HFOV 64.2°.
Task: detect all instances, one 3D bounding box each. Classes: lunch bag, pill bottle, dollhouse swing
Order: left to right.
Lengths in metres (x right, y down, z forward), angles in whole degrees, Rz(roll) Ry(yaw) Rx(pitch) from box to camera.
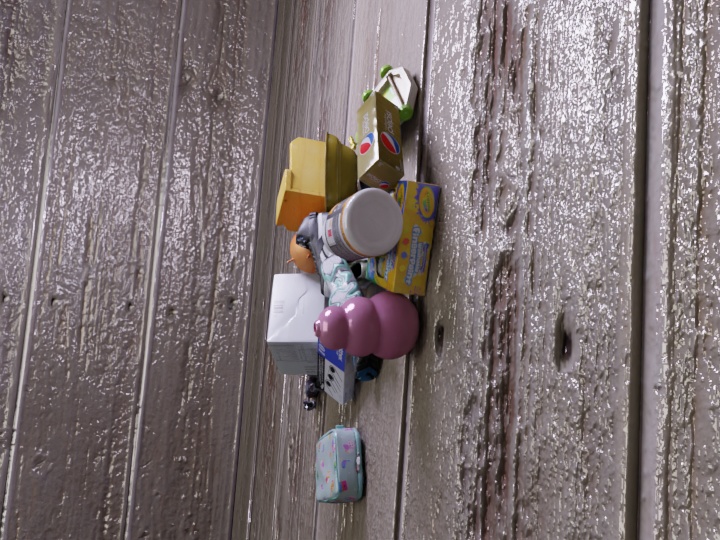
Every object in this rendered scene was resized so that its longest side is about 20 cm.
[{"bbox_3d":[-0.129,-0.231,1.595,0.184,0.194,0.180,116,152,-45],"label":"dollhouse swing"},{"bbox_3d":[-0.051,0.453,1.340,0.200,0.075,0.165,130,144,-59],"label":"lunch bag"},{"bbox_3d":[-0.005,-0.079,1.074,0.199,0.113,0.121,173,103,-71],"label":"pill bottle"}]

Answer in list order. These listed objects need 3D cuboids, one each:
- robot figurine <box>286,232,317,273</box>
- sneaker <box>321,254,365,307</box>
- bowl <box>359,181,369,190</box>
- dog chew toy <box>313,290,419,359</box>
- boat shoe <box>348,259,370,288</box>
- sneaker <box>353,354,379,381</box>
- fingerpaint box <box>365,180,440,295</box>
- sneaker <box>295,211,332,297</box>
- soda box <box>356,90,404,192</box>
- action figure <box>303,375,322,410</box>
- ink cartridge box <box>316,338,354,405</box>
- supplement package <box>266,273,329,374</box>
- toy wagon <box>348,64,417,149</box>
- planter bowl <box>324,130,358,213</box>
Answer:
[{"bbox_3d":[-0.109,-0.068,1.502,0.199,0.142,0.119,-40,-23,-48],"label":"robot figurine"},{"bbox_3d":[-0.018,0.071,1.252,0.141,0.076,0.203,58,-168,-44],"label":"sneaker"},{"bbox_3d":[0.041,-0.270,1.341,0.200,0.038,0.208,-174,90,-72],"label":"bowl"},{"bbox_3d":[0.009,0.103,1.064,0.124,0.193,0.129,180,90,-72],"label":"dog chew toy"},{"bbox_3d":[0.000,0.000,1.346,0.199,0.060,0.075,158,116,-69],"label":"boat shoe"},{"bbox_3d":[0.016,0.137,1.237,0.083,0.071,0.205,-114,35,-55],"label":"sneaker"},{"bbox_3d":[0.076,-0.068,1.118,0.166,0.071,0.207,-155,71,-70],"label":"fingerpaint box"},{"bbox_3d":[-0.106,-0.039,1.380,0.073,0.108,0.207,48,-135,-71],"label":"sneaker"},{"bbox_3d":[0.036,-0.251,1.112,0.064,0.067,0.205,-38,39,38],"label":"soda box"},{"bbox_3d":[-0.138,0.329,1.661,0.201,0.067,0.134,122,140,-60],"label":"action figure"},{"bbox_3d":[-0.057,0.212,1.353,0.093,0.044,0.205,29,132,32],"label":"ink cartridge box"},{"bbox_3d":[-0.152,0.145,1.511,0.202,0.142,0.196,84,-174,-57],"label":"supplement package"},{"bbox_3d":[0.045,-0.342,1.251,0.200,0.039,0.158,-47,44,33],"label":"toy wagon"},{"bbox_3d":[-0.045,-0.240,1.423,0.200,0.080,0.208,180,90,-90],"label":"planter bowl"}]
